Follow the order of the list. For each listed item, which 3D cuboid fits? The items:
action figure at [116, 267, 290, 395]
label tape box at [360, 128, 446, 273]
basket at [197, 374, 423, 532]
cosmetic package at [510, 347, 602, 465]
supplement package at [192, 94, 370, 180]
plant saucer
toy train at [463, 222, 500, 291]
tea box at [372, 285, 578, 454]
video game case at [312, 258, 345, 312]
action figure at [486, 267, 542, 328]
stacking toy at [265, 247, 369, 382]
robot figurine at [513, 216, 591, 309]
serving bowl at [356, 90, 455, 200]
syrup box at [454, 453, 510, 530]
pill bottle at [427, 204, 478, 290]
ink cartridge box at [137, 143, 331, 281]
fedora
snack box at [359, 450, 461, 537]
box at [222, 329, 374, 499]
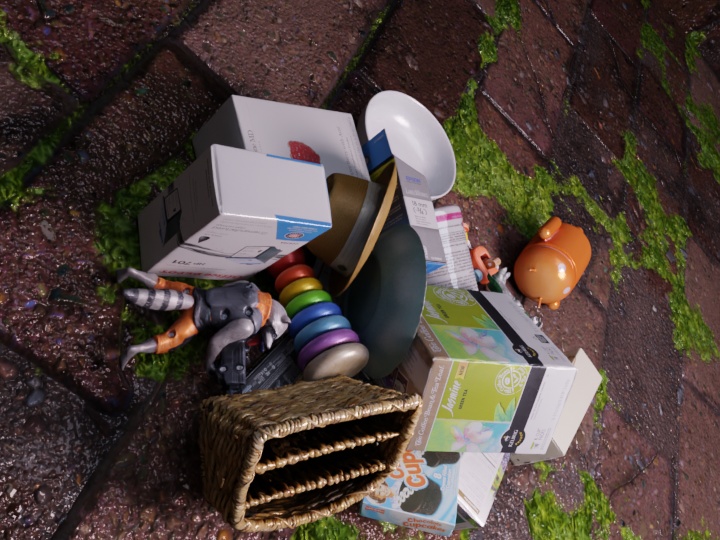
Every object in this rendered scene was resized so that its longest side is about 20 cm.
[{"bbox_3d":[-0.170,0.069,0.788,0.193,0.105,0.200,0,49,-22],"label":"action figure"},{"bbox_3d":[0.034,-0.077,1.001,0.063,0.144,0.200,4,66,-40],"label":"label tape box"},{"bbox_3d":[-0.051,0.198,0.724,0.200,0.149,0.143,-3,94,-35],"label":"basket"},{"bbox_3d":[0.308,0.220,1.144,0.073,0.103,0.200,54,44,-7],"label":"cosmetic package"},{"bbox_3d":[-0.106,-0.146,0.957,0.200,0.120,0.121,-3,71,-42],"label":"supplement package"},{"bbox_3d":[0.018,0.034,0.887,0.039,0.201,0.201,14,60,-23],"label":"plant saucer"},{"bbox_3d":[0.168,-0.022,1.180,0.200,0.056,0.150,-20,82,-45],"label":"toy train"},{"bbox_3d":[0.130,0.122,0.905,0.196,0.134,0.200,5,23,-19],"label":"tea box"},{"bbox_3d":[0.000,0.000,1.048,0.143,0.017,0.200,36,49,-22],"label":"video game case"},{"bbox_3d":[0.268,0.094,1.138,0.200,0.055,0.118,66,15,17],"label":"action figure"},{"bbox_3d":[-0.066,0.042,0.871,0.085,0.085,0.200,-3,56,-42],"label":"stacking toy"},{"bbox_3d":[0.356,-0.013,1.298,0.117,0.144,0.200,38,44,10],"label":"robot figurine"},{"bbox_3d":[0.067,-0.198,1.174,0.200,0.066,0.200,20,57,-34],"label":"serving bowl"},{"bbox_3d":[0.155,0.267,1.004,0.081,0.079,0.200,47,46,-13],"label":"syrup box"},{"bbox_3d":[0.116,0.010,1.062,0.113,0.113,0.200,-12,89,-44],"label":"pill bottle"},{"bbox_3d":[-0.151,-0.058,0.816,0.146,0.200,0.086,4,68,-39],"label":"ink cartridge box"},{"bbox_3d":[-0.024,-0.064,0.894,0.082,0.201,0.201,24,53,-9],"label":"fedora"},{"bbox_3d":[0.073,0.237,0.917,0.116,0.037,0.200,13,44,2],"label":"snack box"},{"bbox_3d":[-0.074,0.170,0.875,0.161,0.049,0.200,49,45,-7],"label":"box"}]
